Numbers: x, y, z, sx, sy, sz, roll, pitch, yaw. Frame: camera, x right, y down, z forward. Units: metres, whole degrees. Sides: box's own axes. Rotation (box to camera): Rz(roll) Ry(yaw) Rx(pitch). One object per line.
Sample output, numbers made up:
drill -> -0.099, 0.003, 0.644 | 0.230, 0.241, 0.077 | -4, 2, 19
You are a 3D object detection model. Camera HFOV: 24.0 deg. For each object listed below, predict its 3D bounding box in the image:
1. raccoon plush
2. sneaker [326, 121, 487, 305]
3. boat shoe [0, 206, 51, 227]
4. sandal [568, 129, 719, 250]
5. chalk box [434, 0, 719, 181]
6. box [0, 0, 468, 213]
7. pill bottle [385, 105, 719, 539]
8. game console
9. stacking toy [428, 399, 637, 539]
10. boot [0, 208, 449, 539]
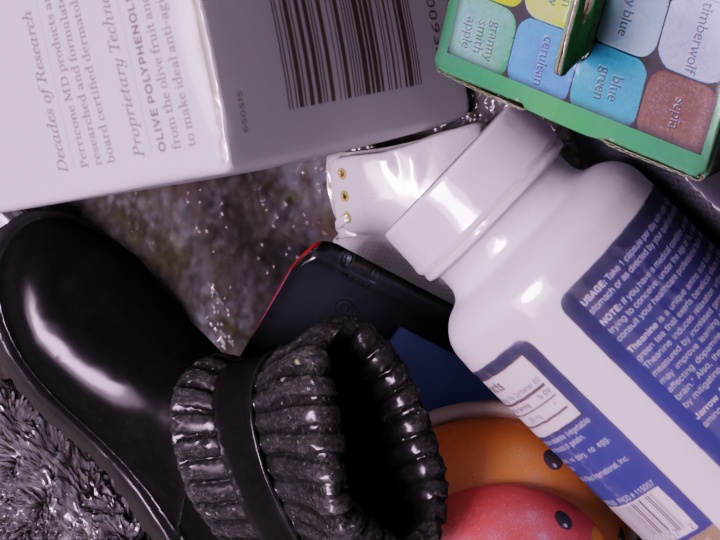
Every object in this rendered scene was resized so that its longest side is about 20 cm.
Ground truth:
raccoon plush -> -0.176, 0.104, 0.943 | 0.133, 0.097, 0.201 | 6, 138, 29
sneaker -> 0.000, 0.000, 0.843 | 0.199, 0.074, 0.116 | -28, 85, 26
boat shoe -> -0.164, 0.006, 0.956 | 0.200, 0.071, 0.072 | 43, 111, -6
sandal -> 0.167, -0.027, 0.729 | 0.200, 0.076, 0.043 | 39, 77, 16
chalk box -> 0.115, -0.120, 0.648 | 0.123, 0.200, 0.126 | 26, 115, 27
box -> -0.083, -0.142, 0.778 | 0.170, 0.199, 0.201 | -8, 96, 36
pill bottle -> 0.109, 0.026, 0.721 | 0.200, 0.111, 0.111 | 45, 124, -1
game console -> 0.025, 0.094, 0.815 | 0.199, 0.031, 0.177 | 27, 124, -8
stacking toy -> 0.064, 0.156, 0.708 | 0.145, 0.200, 0.147 | -2, 110, -5
boot -> -0.063, 0.045, 0.723 | 0.211, 0.079, 0.158 | 52, 145, -7
